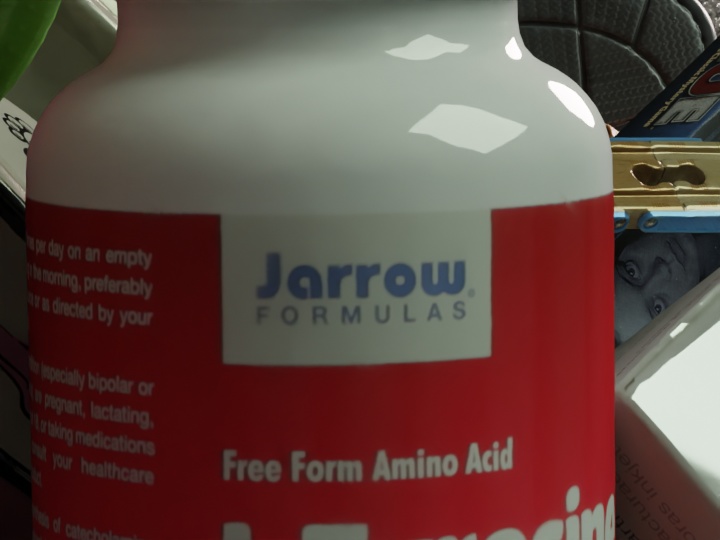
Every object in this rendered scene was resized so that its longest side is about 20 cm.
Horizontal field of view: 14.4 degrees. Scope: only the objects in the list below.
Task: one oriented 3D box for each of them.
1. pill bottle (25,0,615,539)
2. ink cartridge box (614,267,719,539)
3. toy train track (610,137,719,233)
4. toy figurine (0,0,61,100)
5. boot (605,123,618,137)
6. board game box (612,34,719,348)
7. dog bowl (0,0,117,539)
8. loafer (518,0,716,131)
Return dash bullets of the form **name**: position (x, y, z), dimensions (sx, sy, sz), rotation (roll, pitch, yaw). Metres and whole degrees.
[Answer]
- **pill bottle**: position (-0.007, 0.022, 0.540), dimensions (0.112, 0.111, 0.202), rotation (-27, 117, -77)
- **ink cartridge box**: position (0.082, 0.094, 0.653), dimensions (0.145, 0.200, 0.083), rotation (49, 57, 3)
- **toy train track**: position (0.031, -0.011, 0.671), dimensions (0.199, 0.033, 0.115), rotation (-2, 48, -27)
- **toy figurine**: position (-0.139, -0.017, 0.467), dimensions (0.199, 0.151, 0.185), rotation (17, 35, -23)
- **boot**: position (0.052, -0.028, 0.799), dimensions (0.154, 0.074, 0.200), rotation (29, -12, -3)
- **board game box**: position (0.122, 0.046, 0.765), dimensions (0.035, 0.135, 0.201), rotation (1, -51, 56)
- **dog bowl**: position (-0.080, -0.008, 0.694), dimensions (0.200, 0.074, 0.200), rotation (44, 14, -14)
- **loafer**: position (0.019, -0.064, 0.956), dimensions (0.063, 0.198, 0.072), rotation (65, 19, -81)
